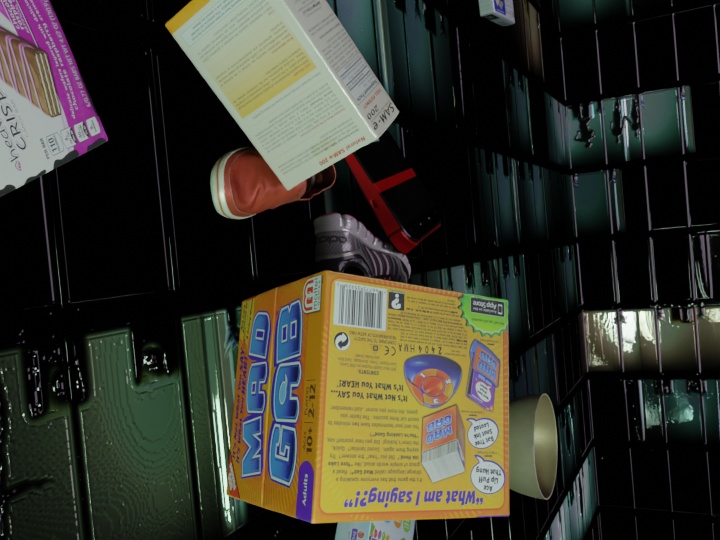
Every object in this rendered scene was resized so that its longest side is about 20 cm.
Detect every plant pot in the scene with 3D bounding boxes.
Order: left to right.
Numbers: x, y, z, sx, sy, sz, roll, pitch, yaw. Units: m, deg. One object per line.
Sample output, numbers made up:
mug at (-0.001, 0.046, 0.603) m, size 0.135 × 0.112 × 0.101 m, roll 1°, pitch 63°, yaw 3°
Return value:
plant pot at (0.302, 0.344, 1.364) m, size 0.200 × 0.134 × 0.201 m, roll 15°, pitch 73°, yaw -62°

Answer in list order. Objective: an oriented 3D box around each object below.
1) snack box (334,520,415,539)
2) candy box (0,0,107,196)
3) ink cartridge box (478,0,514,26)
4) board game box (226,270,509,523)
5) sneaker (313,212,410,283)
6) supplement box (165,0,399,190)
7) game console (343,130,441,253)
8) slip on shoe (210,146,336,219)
snack box at (0.027, 0.317, 0.925) m, size 0.142 × 0.053 × 0.200 m, roll 48°, pitch 45°, yaw -51°
candy box at (-0.243, -0.110, 0.404) m, size 0.200 × 0.061 × 0.136 m, roll -72°, pitch 149°, yaw -64°
ink cartridge box at (0.320, -0.703, 1.650) m, size 0.198 × 0.047 × 0.200 m, roll -22°, pitch 104°, yaw -60°
board game box at (0.004, 0.126, 0.669) m, size 0.200 × 0.200 × 0.200 m, roll 10°, pitch 75°, yaw -29°
sneaker at (0.000, 0.000, 0.903) m, size 0.200 × 0.074 × 0.088 m, roll 34°, pitch 59°, yaw -53°
supplement box at (-0.073, -0.196, 0.671) m, size 0.200 × 0.126 × 0.074 m, roll 54°, pitch 37°, yaw -18°
game console at (0.045, -0.119, 0.979) m, size 0.177 × 0.031 × 0.200 m, roll 57°, pitch 23°, yaw -2°
slip on shoe at (-0.092, -0.100, 0.748) m, size 0.200 × 0.061 × 0.074 m, roll -23°, pitch 108°, yaw -60°
